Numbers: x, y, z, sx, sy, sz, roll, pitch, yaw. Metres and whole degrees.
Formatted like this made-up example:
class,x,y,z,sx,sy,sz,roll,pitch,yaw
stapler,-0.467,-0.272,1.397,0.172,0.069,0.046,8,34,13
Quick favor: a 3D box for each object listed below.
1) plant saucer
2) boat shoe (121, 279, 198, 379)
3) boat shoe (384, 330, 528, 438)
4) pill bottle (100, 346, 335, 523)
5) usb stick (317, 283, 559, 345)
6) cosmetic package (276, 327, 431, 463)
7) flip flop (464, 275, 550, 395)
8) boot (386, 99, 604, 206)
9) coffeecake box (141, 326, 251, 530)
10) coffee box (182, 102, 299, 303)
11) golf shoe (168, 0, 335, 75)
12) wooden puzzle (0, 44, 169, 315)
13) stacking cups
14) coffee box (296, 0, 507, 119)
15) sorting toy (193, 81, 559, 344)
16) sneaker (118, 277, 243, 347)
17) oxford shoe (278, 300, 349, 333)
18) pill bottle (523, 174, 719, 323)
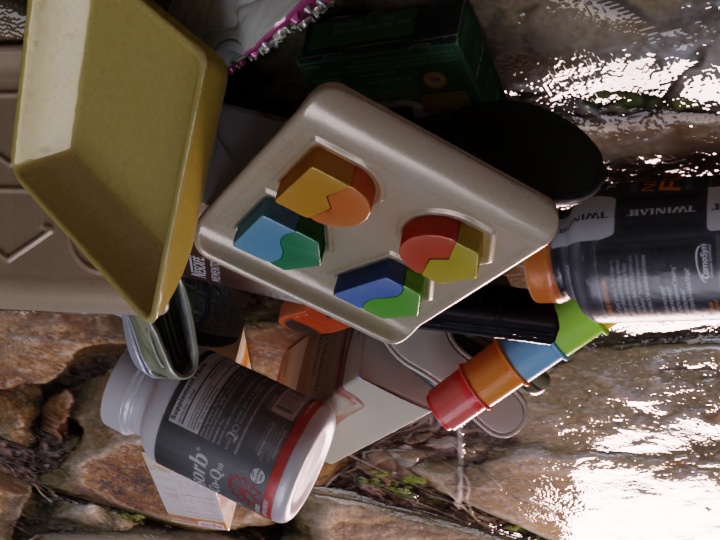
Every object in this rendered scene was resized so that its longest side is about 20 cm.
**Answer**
class,x,y,z,sx,sy,sz,roll,pitch,yaw
plant saucer,-0.158,-0.103,0.807,0.048,0.200,0.202,-15,135,-40
boat shoe,-0.179,0.000,1.029,0.062,0.072,0.202,8,120,45
boat shoe,0.074,0.074,1.103,0.200,0.067,0.057,46,-178,-3
pill bottle,-0.132,0.142,1.124,0.198,0.117,0.116,24,152,12
usb stick,0.060,0.027,0.936,0.197,0.056,0.033,8,125,-15
cosmetic package,-0.008,0.107,1.189,0.086,0.104,0.200,25,146,-20
flip flop,0.117,0.036,1.064,0.057,0.081,0.200,-39,122,9
boot,0.076,-0.046,0.865,0.197,0.070,0.175,8,155,16
coffeecake box,-0.166,0.168,1.292,0.072,0.155,0.201,9,150,5
coffee box,-0.082,-0.047,0.938,0.113,0.081,0.200,14,163,-2
golf shoe,-0.095,-0.175,0.799,0.199,0.075,0.092,-21,107,51
wooden puzzle,-0.224,-0.070,0.928,0.183,0.203,0.046,2,-175,17
stacking cups,0.141,0.060,1.011,0.199,0.061,0.060,-34,134,13
coffee box,0.047,-0.106,0.873,0.121,0.044,0.200,-3,146,25
sorting toy,0.003,-0.022,0.798,0.183,0.037,0.200,26,143,-19
sneaker,-0.205,0.019,1.161,0.198,0.075,0.087,26,162,-14
oxford shoe,0.000,0.000,1.027,0.071,0.074,0.199,23,154,-38
pill bottle,0.223,-0.015,0.899,0.197,0.107,0.106,-3,147,24
